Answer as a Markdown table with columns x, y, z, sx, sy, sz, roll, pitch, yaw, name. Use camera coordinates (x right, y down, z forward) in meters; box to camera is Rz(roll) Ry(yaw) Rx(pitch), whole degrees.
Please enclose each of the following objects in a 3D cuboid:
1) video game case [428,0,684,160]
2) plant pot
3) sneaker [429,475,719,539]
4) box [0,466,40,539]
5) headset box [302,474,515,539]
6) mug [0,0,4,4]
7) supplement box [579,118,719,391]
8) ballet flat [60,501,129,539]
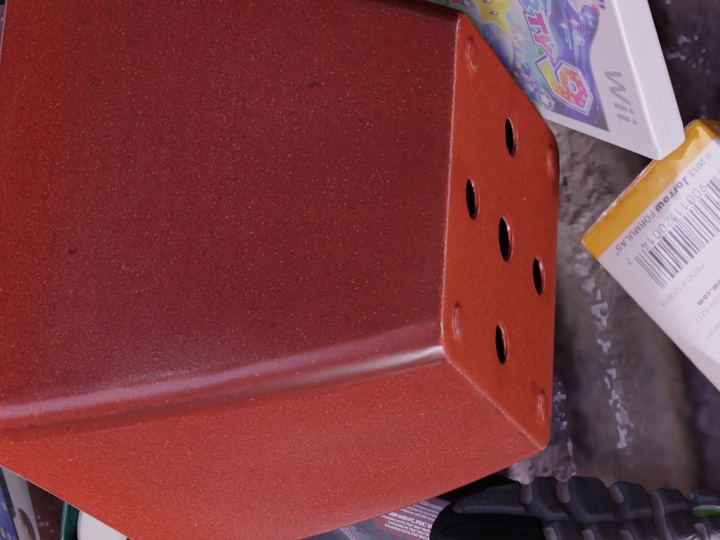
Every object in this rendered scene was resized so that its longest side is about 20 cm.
| x | y | z | sx | sy | sz | roll | pitch | yaw | name |
| --- | --- | --- | --- | --- | --- | --- | --- | --- | --- |
| 0.040 | -0.130 | 0.967 | 0.199 | 0.018 | 0.144 | 25 | 145 | 48 | video game case |
| -0.023 | -0.006 | 0.947 | 0.175 | 0.200 | 0.202 | -4 | 69 | 20 | plant pot |
| 0.128 | 0.152 | 1.025 | 0.198 | 0.075 | 0.116 | 0 | 111 | 2 | sneaker |
| -0.192 | 0.088 | 1.124 | 0.041 | 0.119 | 0.201 | -23 | 54 | 7 | box |
| -0.021 | 0.155 | 1.111 | 0.148 | 0.075 | 0.202 | 17 | 100 | 21 | headset box |
| -0.159 | -0.185 | 1.124 | 0.151 | 0.114 | 0.187 | 9 | 98 | 22 | mug |
| 0.195 | 0.032 | 0.981 | 0.074 | 0.126 | 0.200 | -46 | 77 | 18 | supplement box |
| -0.123 | 0.155 | 1.158 | 0.067 | 0.070 | 0.202 | 10 | 99 | 17 | ballet flat |
